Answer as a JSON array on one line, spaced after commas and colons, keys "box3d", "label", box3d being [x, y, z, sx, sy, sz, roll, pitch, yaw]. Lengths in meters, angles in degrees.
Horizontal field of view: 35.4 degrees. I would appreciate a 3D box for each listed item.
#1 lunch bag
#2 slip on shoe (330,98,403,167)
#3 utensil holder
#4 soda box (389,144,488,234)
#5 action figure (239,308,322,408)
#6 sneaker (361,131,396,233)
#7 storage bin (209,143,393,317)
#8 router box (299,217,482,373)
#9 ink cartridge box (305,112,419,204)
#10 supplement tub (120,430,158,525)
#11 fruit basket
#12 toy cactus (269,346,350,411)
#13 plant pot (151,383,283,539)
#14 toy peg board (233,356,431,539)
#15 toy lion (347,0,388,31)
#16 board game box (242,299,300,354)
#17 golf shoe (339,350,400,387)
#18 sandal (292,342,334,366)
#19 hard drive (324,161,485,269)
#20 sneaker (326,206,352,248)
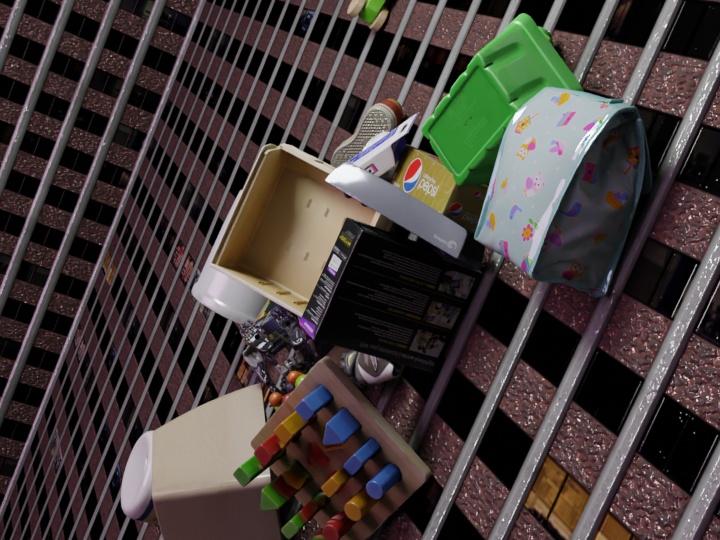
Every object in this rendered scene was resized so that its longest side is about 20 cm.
[{"box3d": [0.224, -0.096, 1.230, 0.170, 0.120, 0.203, 41, 114, 66], "label": "lunch bag"}, {"box3d": [0.013, -0.207, 1.851, 0.061, 0.074, 0.200, -44, -6, -43], "label": "slip on shoe"}, {"box3d": [-0.181, -0.017, 1.987, 0.202, 0.168, 0.170, -64, 24, 6], "label": "utensil holder"}, {"box3d": [0.109, -0.114, 1.556, 0.069, 0.063, 0.200, -66, 25, 10], "label": "soda box"}, {"box3d": [-0.107, 0.125, 1.653, 0.103, 0.118, 0.201, 58, 172, 34], "label": "action figure"}, {"box3d": [0.038, -0.117, 1.726, 0.086, 0.074, 0.203, -8, 70, 49], "label": "sneaker"}, {"box3d": [-0.076, -0.051, 1.599, 0.201, 0.198, 0.094, -64, -15, 7], "label": "storage bin"}, {"box3d": [0.040, 0.034, 1.421, 0.051, 0.198, 0.151, 42, 109, 55], "label": "router box"}, {"box3d": [0.009, -0.155, 1.664, 0.199, 0.037, 0.095, -35, 13, 25], "label": "ink cartridge box"}, {"box3d": [-0.281, 0.357, 1.863, 0.144, 0.198, 0.146, -46, 33, 42], "label": "supplement tub"}, {"box3d": [0.194, -0.220, 1.406, 0.157, 0.214, 0.216, 56, 134, 12], "label": "fruit basket"}, {"box3d": [-0.047, 0.169, 1.595, 0.101, 0.201, 0.166, 26, 71, 27], "label": "toy cactus"}, {"box3d": [-0.215, 0.317, 1.682, 0.201, 0.174, 0.202, -103, 7, -51], "label": "plant pot"}, {"box3d": [-0.049, 0.256, 1.430, 0.098, 0.200, 0.200, -34, -13, -52], "label": "toy peg board"}, {"box3d": [0.045, -0.545, 2.044, 0.200, 0.068, 0.194, -47, 26, 42], "label": "toy lion"}, {"box3d": [-0.090, 0.029, 1.802, 0.165, 0.056, 0.201, -38, 18, 52], "label": "board game box"}, {"box3d": [0.044, 0.068, 1.570, 0.093, 0.078, 0.203, -4, 63, 38], "label": "golf shoe"}, {"box3d": [-0.081, 0.170, 1.743, 0.048, 0.074, 0.203, -139, 70, -83], "label": "sandal"}, {"box3d": [0.061, -0.070, 1.410, 0.043, 0.198, 0.135, -60, -20, 4], "label": "hard drive"}, {"box3d": [0.000, 0.000, 1.663, 0.070, 0.092, 0.203, 1, -84, -70], "label": "sneaker"}]
